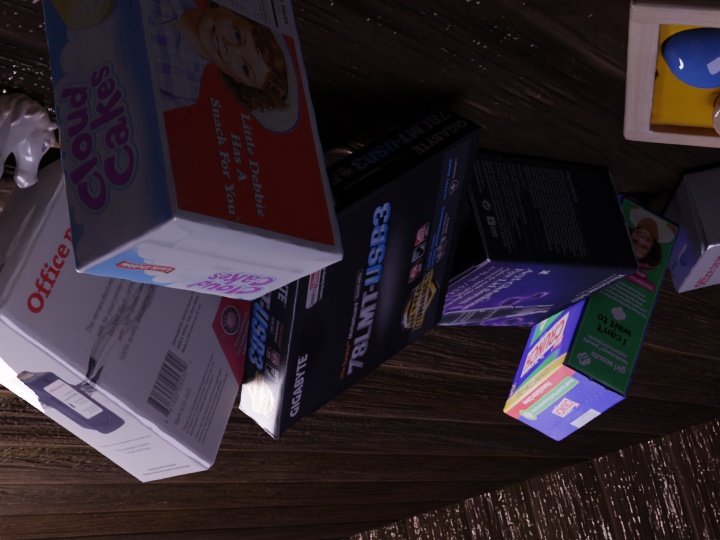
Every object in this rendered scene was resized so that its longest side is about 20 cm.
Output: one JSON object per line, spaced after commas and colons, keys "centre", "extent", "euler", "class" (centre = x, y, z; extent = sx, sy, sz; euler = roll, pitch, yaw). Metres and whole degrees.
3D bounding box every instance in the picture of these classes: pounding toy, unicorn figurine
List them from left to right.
{"centre": [-0.261, -0.058, 0.715], "extent": [0.199, 0.139, 0.073], "euler": [21, 155, -34], "class": "unicorn figurine"}
{"centre": [0.249, -0.120, 0.689], "extent": [0.182, 0.144, 0.200], "euler": [7, 161, 13], "class": "pounding toy"}

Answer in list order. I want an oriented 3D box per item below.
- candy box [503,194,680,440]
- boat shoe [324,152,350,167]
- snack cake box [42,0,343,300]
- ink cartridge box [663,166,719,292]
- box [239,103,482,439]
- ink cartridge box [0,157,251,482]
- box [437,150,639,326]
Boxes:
{"centre": [0.231, 0.052, 1.201], "extent": [0.076, 0.202, 0.169], "euler": [25, 154, -4], "class": "candy box"}
{"centre": [-0.071, -0.054, 0.897], "extent": [0.197, 0.075, 0.069], "euler": [-11, 167, -4], "class": "boat shoe"}
{"centre": [-0.085, -0.095, 0.573], "extent": [0.067, 0.202, 0.114], "euler": [-23, 158, 31], "class": "snack cake box"}
{"centre": [0.415, -0.056, 1.196], "extent": [0.197, 0.085, 0.146], "euler": [-12, 161, -1], "class": "ink cartridge box"}
{"centre": [0.000, 0.000, 0.885], "extent": [0.198, 0.049, 0.202], "euler": [-34, 146, -40], "class": "box"}
{"centre": [-0.178, 0.036, 0.852], "extent": [0.084, 0.146, 0.200], "euler": [-17, 133, 38], "class": "ink cartridge box"}
{"centre": [0.126, -0.023, 1.070], "extent": [0.198, 0.106, 0.148], "euler": [3, 155, -37], "class": "box"}
